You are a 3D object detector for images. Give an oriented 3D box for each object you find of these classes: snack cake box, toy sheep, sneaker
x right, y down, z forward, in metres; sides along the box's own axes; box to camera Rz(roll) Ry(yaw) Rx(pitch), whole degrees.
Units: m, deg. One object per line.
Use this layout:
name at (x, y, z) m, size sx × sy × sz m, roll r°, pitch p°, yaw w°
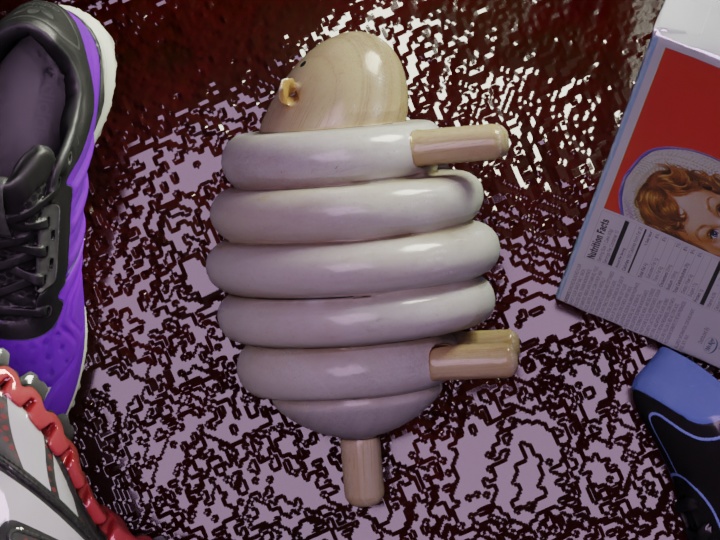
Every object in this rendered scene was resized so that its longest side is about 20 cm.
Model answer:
snack cake box at (0.159, -0.041, 1.217) m, size 0.114 × 0.200 × 0.067 m, roll 24°, pitch 58°, yaw 5°
toy sheep at (0.000, 0.000, 1.263) m, size 0.137 × 0.138 × 0.202 m, roll -3°, pitch 91°, yaw 3°
sneaker at (-0.153, -0.019, 1.283) m, size 0.069 × 0.100 × 0.202 m, roll 5°, pitch 89°, yaw 4°
sneaker at (-0.152, 0.109, 1.248) m, size 0.201 × 0.071 × 0.098 m, roll 53°, pitch 46°, yaw -16°
sneaker at (0.171, 0.128, 1.270) m, size 0.078 × 0.070 × 0.200 m, roll -40°, pitch 85°, yaw -5°
